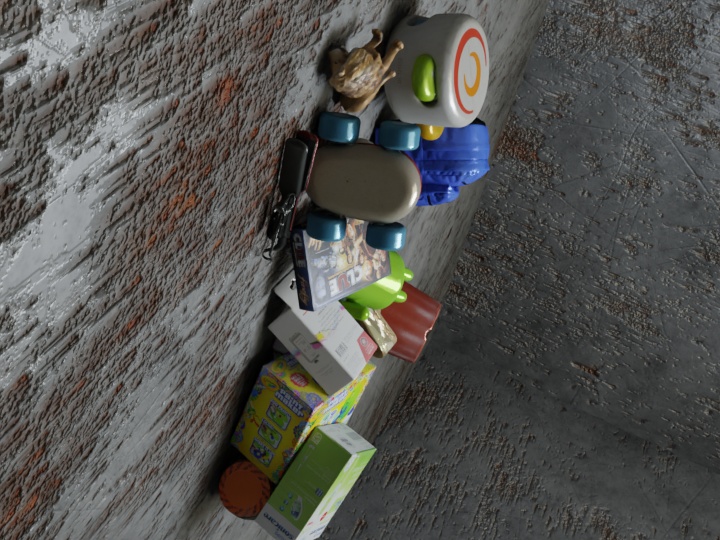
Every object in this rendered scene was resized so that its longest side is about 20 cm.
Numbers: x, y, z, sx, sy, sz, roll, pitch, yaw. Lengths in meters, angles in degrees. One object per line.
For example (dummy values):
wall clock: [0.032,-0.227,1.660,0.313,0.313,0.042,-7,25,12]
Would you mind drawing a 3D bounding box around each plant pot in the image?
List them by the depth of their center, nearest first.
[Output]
plant pot: [0.062,0.096,1.851,0.201,0.194,0.202,25,90,-88]

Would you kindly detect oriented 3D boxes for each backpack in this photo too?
backpack: [0.146,-0.210,1.576,0.162,0.198,0.169,-38,122,-71]

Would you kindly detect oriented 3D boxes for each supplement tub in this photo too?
supplement tub: [-0.189,0.397,1.566,0.123,0.122,0.200,-65,169,-4]

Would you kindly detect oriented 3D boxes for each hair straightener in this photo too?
hair straightener: [-0.112,-0.095,1.164,0.077,0.041,0.201,-47,162,-58]

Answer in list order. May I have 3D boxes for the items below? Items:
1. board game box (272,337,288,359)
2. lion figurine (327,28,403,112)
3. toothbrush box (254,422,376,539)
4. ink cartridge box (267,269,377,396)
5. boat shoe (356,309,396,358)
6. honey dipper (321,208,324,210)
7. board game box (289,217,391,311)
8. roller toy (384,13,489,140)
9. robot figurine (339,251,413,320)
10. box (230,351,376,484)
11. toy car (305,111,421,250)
board game box: [-0.100,0.115,1.607,0.200,0.041,0.200,-60,167,-28]
lion figurine: [0.000,-0.273,1.215,0.123,0.072,0.200,-55,170,-15]
toothbrush box: [-0.076,0.376,1.473,0.201,0.086,0.146,-56,161,4]
ink cartridge box: [-0.075,0.098,1.414,0.067,0.200,0.117,-38,-175,32]
boat shoe: [0.007,0.085,1.729,0.064,0.201,0.071,-42,-158,-29]
honey dipper: [-0.043,-0.102,1.445,0.038,0.038,0.200,-64,171,-7]
board game box: [-0.029,-0.029,1.368,0.199,0.034,0.137,-25,115,-45]
roller toy: [0.126,-0.336,1.411,0.200,0.139,0.184,43,61,-55]
robot figurine: [0.000,0.000,1.518,0.199,0.115,0.177,23,82,-35]
box: [-0.103,0.239,1.497,0.200,0.122,0.193,-27,148,-52]
toy car: [0.009,-0.152,1.298,0.200,0.175,0.186,-72,170,-71]
